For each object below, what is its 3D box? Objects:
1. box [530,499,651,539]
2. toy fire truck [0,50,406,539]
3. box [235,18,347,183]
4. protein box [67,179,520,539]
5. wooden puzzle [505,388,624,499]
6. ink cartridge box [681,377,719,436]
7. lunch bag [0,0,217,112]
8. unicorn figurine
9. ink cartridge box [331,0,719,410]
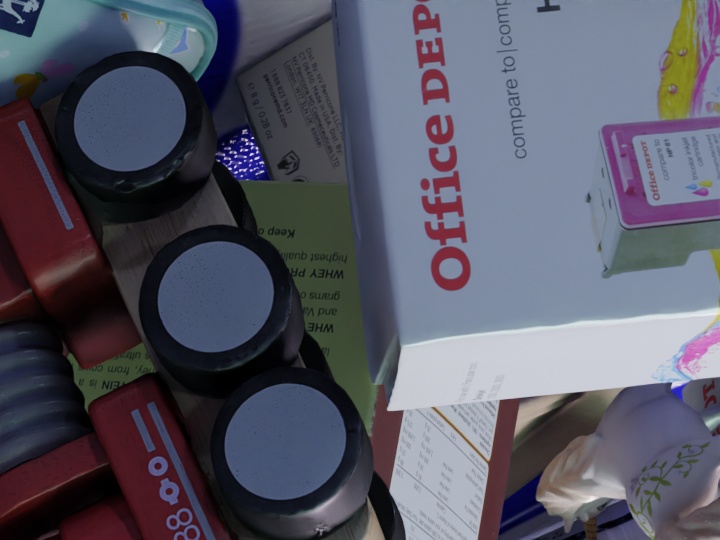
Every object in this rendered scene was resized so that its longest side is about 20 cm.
[{"bbox_3d":[0.112,0.166,1.443,0.116,0.060,0.200,-24,-176,5],"label":"box"},{"bbox_3d":[-0.104,0.060,0.918,0.199,0.177,0.129,-26,156,-3],"label":"toy fire truck"},{"bbox_3d":[0.062,-0.078,1.078,0.199,0.069,0.082,-30,150,15],"label":"box"},{"bbox_3d":[-0.064,0.084,1.054,0.197,0.201,0.135,2,160,23],"label":"protein box"},{"bbox_3d":[0.010,0.099,1.346,0.185,0.037,0.200,-40,163,29],"label":"wooden puzzle"},{"bbox_3d":[0.238,0.060,1.331,0.083,0.146,0.200,27,126,-23],"label":"ink cartridge box"},{"bbox_3d":[-0.147,-0.057,0.956,0.200,0.077,0.160,-38,148,27],"label":"lunch bag"},{"bbox_3d":[0.139,0.078,1.310,0.137,0.074,0.200,-38,-174,6],"label":"unicorn figurine"},{"bbox_3d":[0.095,-0.043,0.952,0.199,0.146,0.085,-6,165,-4],"label":"ink cartridge box"}]
